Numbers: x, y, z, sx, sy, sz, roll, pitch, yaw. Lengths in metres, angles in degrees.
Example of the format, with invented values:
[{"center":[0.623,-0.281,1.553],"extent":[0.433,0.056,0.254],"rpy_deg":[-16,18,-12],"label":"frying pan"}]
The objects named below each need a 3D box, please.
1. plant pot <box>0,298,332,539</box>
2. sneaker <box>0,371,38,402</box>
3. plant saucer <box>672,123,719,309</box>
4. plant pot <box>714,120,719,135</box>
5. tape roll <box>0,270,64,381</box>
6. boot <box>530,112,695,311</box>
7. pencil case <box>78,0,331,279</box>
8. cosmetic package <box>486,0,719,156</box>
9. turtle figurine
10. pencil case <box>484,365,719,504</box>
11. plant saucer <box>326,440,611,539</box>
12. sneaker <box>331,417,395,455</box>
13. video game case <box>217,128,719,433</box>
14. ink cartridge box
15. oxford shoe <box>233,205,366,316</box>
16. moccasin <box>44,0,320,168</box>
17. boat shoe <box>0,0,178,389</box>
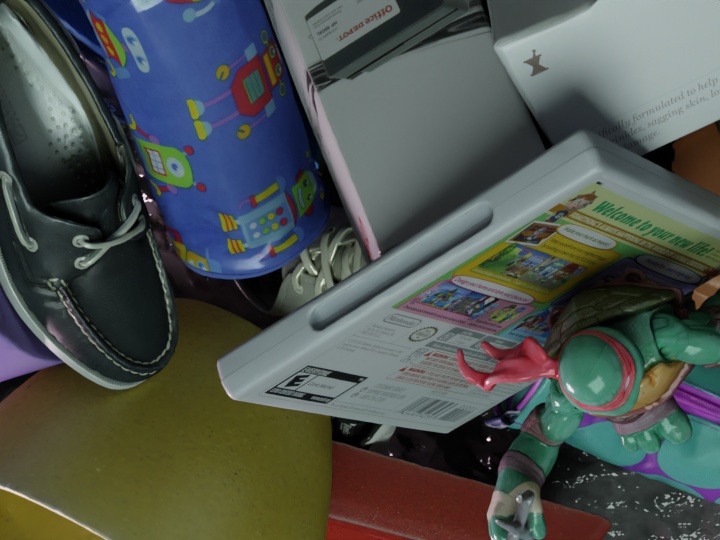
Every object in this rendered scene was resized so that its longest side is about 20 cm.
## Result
[{"center":[-0.093,0.099,1.104],"extent":[0.199,0.142,0.200],"rpy_deg":[26,157,12],"label":"plant pot"},{"center":[-0.147,0.093,1.231],"extent":[0.199,0.088,0.076],"rpy_deg":[-16,126,17],"label":"sneaker"},{"center":[0.207,-0.041,1.128],"extent":[0.199,0.038,0.201],"rpy_deg":[2,129,2],"label":"plant saucer"},{"center":[0.241,-0.065,0.986],"extent":[0.187,0.200,0.188],"rpy_deg":[-32,157,-15],"label":"plant pot"},{"center":[-0.203,-0.042,1.056],"extent":[0.085,0.201,0.200],"rpy_deg":[-18,125,18],"label":"tape roll"},{"center":[0.077,-0.040,1.103],"extent":[0.076,0.201,0.168],"rpy_deg":[-6,176,-42],"label":"boot"},{"center":[-0.079,-0.090,1.005],"extent":[0.086,0.078,0.201],"rpy_deg":[10,138,32],"label":"pencil case"},{"center":[0.112,-0.139,0.947],"extent":[0.112,0.201,0.081],"rpy_deg":[-23,125,15],"label":"cosmetic package"},{"center":[0.119,0.050,0.922],"extent":[0.149,0.200,0.101],"rpy_deg":[-18,88,22],"label":"turtle figurine"},{"center":[0.168,0.073,1.189],"extent":[0.199,0.086,0.092],"rpy_deg":[20,170,-13],"label":"pencil case"},{"center":[0.012,0.169,1.263],"extent":[0.199,0.037,0.200],"rpy_deg":[17,146,-16],"label":"plant saucer"},{"center":[-0.014,0.081,1.218],"extent":[0.073,0.080,0.201],"rpy_deg":[6,131,-3],"label":"sneaker"},{"center":[0.062,0.012,0.937],"extent":[0.182,0.022,0.200],"rpy_deg":[-32,158,21],"label":"video game case"},{"center":[0.016,-0.082,0.973],"extent":[0.084,0.201,0.145],"rpy_deg":[-21,161,-1],"label":"ink cartridge box"},{"center":[0.000,0.000,1.097],"extent":[0.058,0.199,0.076],"rpy_deg":[7,92,-39],"label":"oxford shoe"},{"center":[-0.111,-0.088,1.089],"extent":[0.200,0.081,0.068],"rpy_deg":[36,127,-21],"label":"moccasin"},{"center":[-0.132,-0.034,0.990],"extent":[0.060,0.076,0.201],"rpy_deg":[-4,122,52],"label":"boat shoe"}]
